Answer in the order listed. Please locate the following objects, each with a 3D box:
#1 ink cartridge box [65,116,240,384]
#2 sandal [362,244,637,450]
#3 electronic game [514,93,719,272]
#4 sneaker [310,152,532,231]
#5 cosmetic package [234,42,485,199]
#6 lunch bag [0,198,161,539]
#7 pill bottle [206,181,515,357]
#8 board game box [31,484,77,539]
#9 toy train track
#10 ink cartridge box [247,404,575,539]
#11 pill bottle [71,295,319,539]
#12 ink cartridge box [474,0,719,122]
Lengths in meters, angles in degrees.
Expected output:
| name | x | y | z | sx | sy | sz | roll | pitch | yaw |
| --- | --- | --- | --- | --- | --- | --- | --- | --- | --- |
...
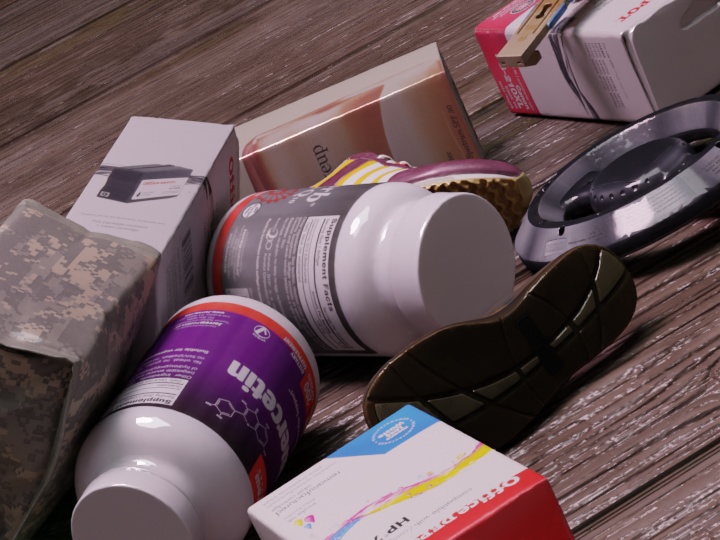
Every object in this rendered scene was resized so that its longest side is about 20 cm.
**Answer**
| name | x | y | z | sx | sy | sz | roll | pitch | yaw |
| --- | --- | --- | --- | --- | --- | --- | --- | --- | --- |
| ink cartridge box | -0.147 | 0.004 | 1.566 | 0.083 | 0.146 | 0.200 | 7 | 32 | 11 |
| sandal | 0.082 | 0.051 | 1.368 | 0.200 | 0.082 | 0.055 | -38 | 8 | -27 |
| electronic game | 0.194 | -0.059 | 1.546 | 0.199 | 0.042 | 0.200 | -29 | 16 | 9 |
| sneaker | 0.029 | -0.056 | 1.649 | 0.199 | 0.075 | 0.090 | -14 | 41 | 18 |
| cosmetic package | -0.010 | -0.084 | 1.751 | 0.199 | 0.104 | 0.087 | -24 | 20 | 7 |
| lunch bag | -0.214 | 0.084 | 1.408 | 0.117 | 0.201 | 0.164 | 20 | 29 | 5 |
| pill bottle | 0.000 | 0.000 | 1.520 | 0.199 | 0.116 | 0.116 | -2 | 31 | 45 |
| board game box | -0.192 | 0.176 | 1.440 | 0.095 | 0.030 | 0.200 | -11 | 22 | 34 |
| toy train track | 0.163 | -0.209 | 1.723 | 0.114 | 0.033 | 0.200 | 2 | 41 | 39 |
| ink cartridge box | 0.037 | 0.148 | 1.192 | 0.116 | 0.068 | 0.200 | -32 | 22 | -17 |
| pill bottle | -0.103 | 0.107 | 1.384 | 0.112 | 0.113 | 0.200 | -15 | 24 | 25 |
| ink cartridge box | 0.209 | -0.187 | 1.774 | 0.144 | 0.085 | 0.200 | -36 | 23 | -23 |
